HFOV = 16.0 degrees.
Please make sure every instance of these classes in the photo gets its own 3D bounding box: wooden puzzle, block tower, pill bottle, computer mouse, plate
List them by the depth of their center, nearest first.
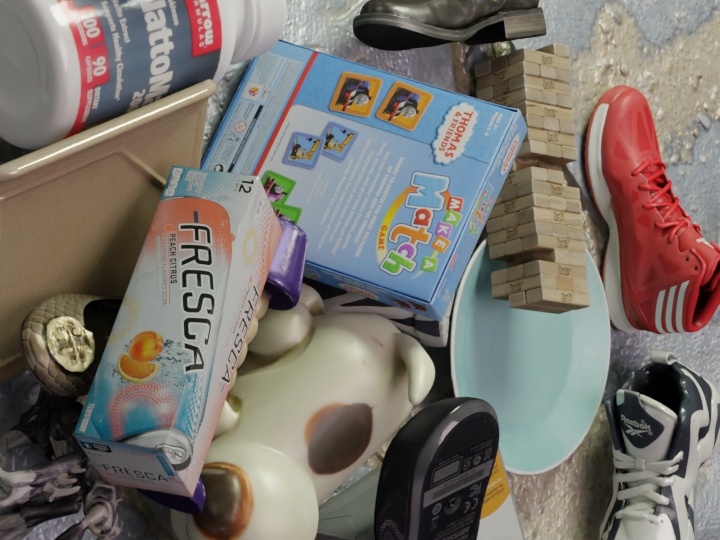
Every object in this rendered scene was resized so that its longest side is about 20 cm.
[{"bbox_3d":[-0.179,-0.023,1.638,0.185,0.037,0.201,-26,145,-37],"label":"wooden puzzle"},{"bbox_3d":[-0.150,-0.160,1.653,0.199,0.119,0.120,-22,108,-39],"label":"pill bottle"},{"bbox_3d":[0.039,0.167,1.780,0.138,0.053,0.201,-16,129,-44],"label":"computer mouse"},{"bbox_3d":[0.128,-0.070,1.925,0.058,0.054,0.201,8,74,-42],"label":"block tower"},{"bbox_3d":[0.125,0.057,1.973,0.200,0.025,0.201,-1,91,-48],"label":"plate"}]

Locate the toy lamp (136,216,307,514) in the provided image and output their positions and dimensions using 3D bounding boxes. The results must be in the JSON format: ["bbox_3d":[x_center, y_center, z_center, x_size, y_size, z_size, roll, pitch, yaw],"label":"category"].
[{"bbox_3d":[-0.088,0.057,1.661,0.058,0.058,0.201,42,63,-36],"label":"toy lamp"}]

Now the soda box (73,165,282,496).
[{"bbox_3d":[-0.111,0.036,1.602,0.068,0.063,0.201,66,36,-56],"label":"soda box"}]

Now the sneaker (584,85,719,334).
[{"bbox_3d":[0.246,-0.046,2.022,0.078,0.115,0.201,-21,108,-39],"label":"sneaker"}]

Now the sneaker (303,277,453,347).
[{"bbox_3d":[0.000,0.000,1.837,0.199,0.129,0.080,45,55,-78],"label":"sneaker"}]

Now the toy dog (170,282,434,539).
[{"bbox_3d":[-0.049,0.126,1.729,0.200,0.193,0.140,-59,139,-29],"label":"toy dog"}]

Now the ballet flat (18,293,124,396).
[{"bbox_3d":[-0.149,0.043,1.649,0.200,0.046,0.068,0,74,-60],"label":"ballet flat"}]

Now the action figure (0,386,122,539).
[{"bbox_3d":[-0.196,0.149,1.632,0.101,0.201,0.119,-15,150,-6],"label":"action figure"}]

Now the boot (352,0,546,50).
[{"bbox_3d":[0.063,-0.253,1.883,0.199,0.069,0.175,-8,94,-45],"label":"boot"}]

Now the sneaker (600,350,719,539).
[{"bbox_3d":[0.222,0.153,2.014,0.200,0.079,0.130,-62,143,-20],"label":"sneaker"}]

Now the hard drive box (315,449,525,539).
[{"bbox_3d":[0.052,0.245,1.900,0.156,0.077,0.201,-31,114,-35],"label":"hard drive box"}]

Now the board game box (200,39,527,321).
[{"bbox_3d":[-0.007,-0.065,1.742,0.152,0.199,0.037,-65,156,-16],"label":"board game box"}]
